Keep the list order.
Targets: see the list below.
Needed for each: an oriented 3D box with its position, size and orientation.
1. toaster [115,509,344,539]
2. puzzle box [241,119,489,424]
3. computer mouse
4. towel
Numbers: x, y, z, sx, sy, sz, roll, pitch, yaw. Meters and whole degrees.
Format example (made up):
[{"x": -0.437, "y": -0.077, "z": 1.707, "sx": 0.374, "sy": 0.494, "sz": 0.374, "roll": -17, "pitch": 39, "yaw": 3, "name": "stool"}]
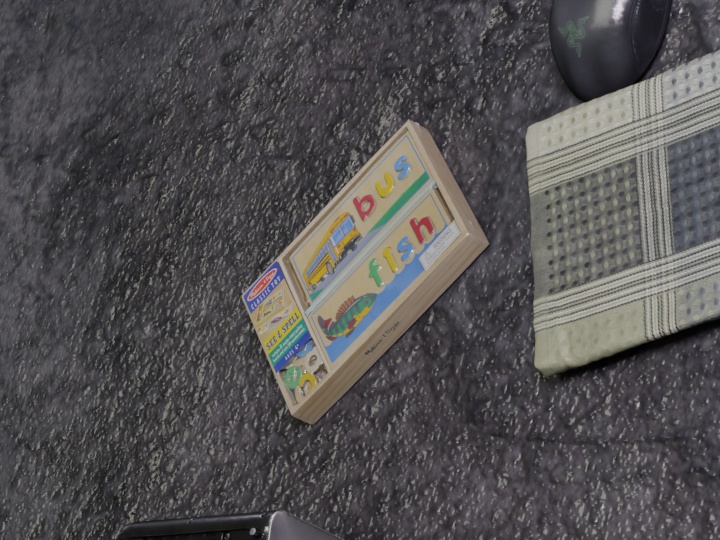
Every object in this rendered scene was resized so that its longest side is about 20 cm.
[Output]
[{"x": -0.102, "y": 0.271, "z": 1.576, "sx": 0.199, "sy": 0.118, "sz": 0.182, "roll": -11, "pitch": 62, "yaw": 43, "name": "toaster"}, {"x": 0.000, "y": 0.000, "z": 1.677, "sx": 0.200, "sy": 0.025, "sz": 0.133, "roll": -47, "pitch": 43, "yaw": 20, "name": "puzzle box"}, {"x": 0.175, "y": -0.217, "z": 1.580, "sx": 0.138, "sy": 0.053, "sz": 0.202, "roll": 2, "pitch": 72, "yaw": 46, "name": "computer mouse"}, {"x": 0.194, "y": -0.040, "z": 1.495, "sx": 0.199, "sy": 0.034, "sz": 0.194, "roll": -19, "pitch": 61, "yaw": 37, "name": "towel"}]
